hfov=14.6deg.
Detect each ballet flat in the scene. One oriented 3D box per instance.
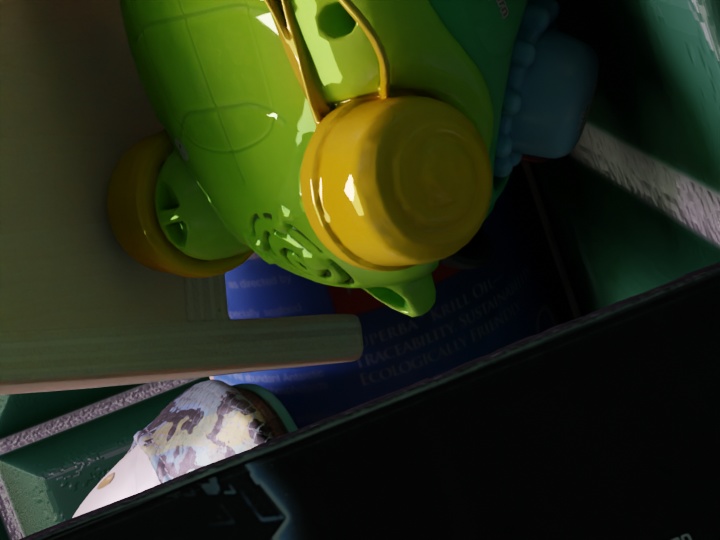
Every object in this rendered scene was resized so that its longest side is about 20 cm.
[{"bbox_3d":[-0.060,0.085,0.871,0.200,0.074,0.075,120,129,-72],"label":"ballet flat"}]

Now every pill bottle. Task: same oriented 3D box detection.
[{"bbox_3d":[0.000,0.000,0.879,0.112,0.112,0.201,-123,12,-71],"label":"pill bottle"}]

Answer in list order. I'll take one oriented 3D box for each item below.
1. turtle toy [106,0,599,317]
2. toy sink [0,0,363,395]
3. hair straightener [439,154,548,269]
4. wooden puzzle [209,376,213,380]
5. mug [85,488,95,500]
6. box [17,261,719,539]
[{"bbox_3d":[-0.010,-0.086,0.666,0.146,0.101,0.201,0,109,61],"label":"turtle toy"},{"bbox_3d":[-0.112,-0.022,0.759,0.130,0.199,0.113,-7,86,47],"label":"toy sink"},{"bbox_3d":[-0.045,-0.056,0.795,0.199,0.077,0.041,32,-161,11],"label":"hair straightener"},{"bbox_3d":[-0.033,-0.042,1.029,0.185,0.037,0.201,-129,46,-77],"label":"wooden puzzle"},{"bbox_3d":[-0.042,0.093,1.173,0.200,0.133,0.179,-17,-78,-72],"label":"mug"},{"bbox_3d":[0.030,0.064,0.473,0.200,0.163,0.087,95,154,-81],"label":"box"}]
